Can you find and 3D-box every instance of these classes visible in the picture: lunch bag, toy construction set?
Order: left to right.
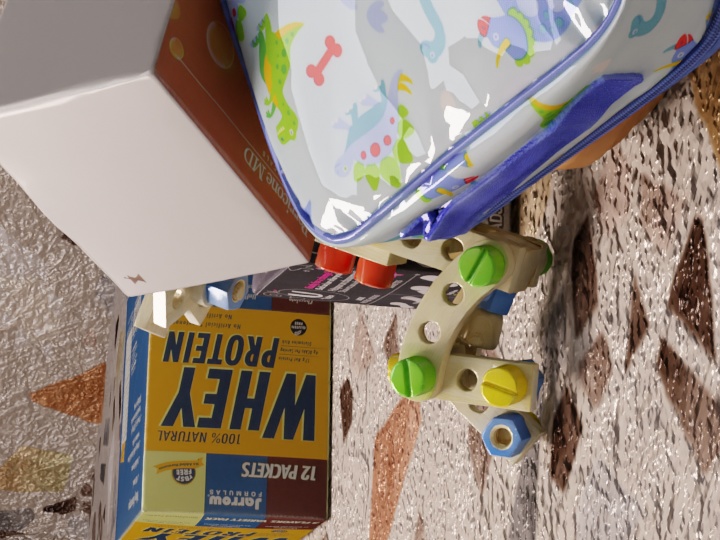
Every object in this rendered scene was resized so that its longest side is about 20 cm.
[{"bbox_3d":[0.000,0.000,0.872,0.092,0.199,0.132,-36,-40,-75],"label":"toy construction set"},{"bbox_3d":[0.036,-0.106,0.693,0.200,0.082,0.161,-39,65,45],"label":"lunch bag"}]

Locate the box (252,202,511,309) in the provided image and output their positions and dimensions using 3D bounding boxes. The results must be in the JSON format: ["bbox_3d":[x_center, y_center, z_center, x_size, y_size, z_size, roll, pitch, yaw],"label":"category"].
[{"bbox_3d":[0.010,-0.088,0.997,0.132,0.114,0.201,144,128,-75],"label":"box"}]

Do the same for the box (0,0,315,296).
[{"bbox_3d":[-0.073,-0.109,0.827,0.124,0.097,0.201,51,-140,-42],"label":"box"}]

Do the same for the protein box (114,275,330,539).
[{"bbox_3d":[-0.107,0.101,1.452,0.199,0.134,0.201,130,143,-70],"label":"protein box"}]

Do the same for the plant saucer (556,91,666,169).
[{"bbox_3d":[0.099,-0.140,0.775,0.200,0.037,0.201,-177,90,-78],"label":"plant saucer"}]
